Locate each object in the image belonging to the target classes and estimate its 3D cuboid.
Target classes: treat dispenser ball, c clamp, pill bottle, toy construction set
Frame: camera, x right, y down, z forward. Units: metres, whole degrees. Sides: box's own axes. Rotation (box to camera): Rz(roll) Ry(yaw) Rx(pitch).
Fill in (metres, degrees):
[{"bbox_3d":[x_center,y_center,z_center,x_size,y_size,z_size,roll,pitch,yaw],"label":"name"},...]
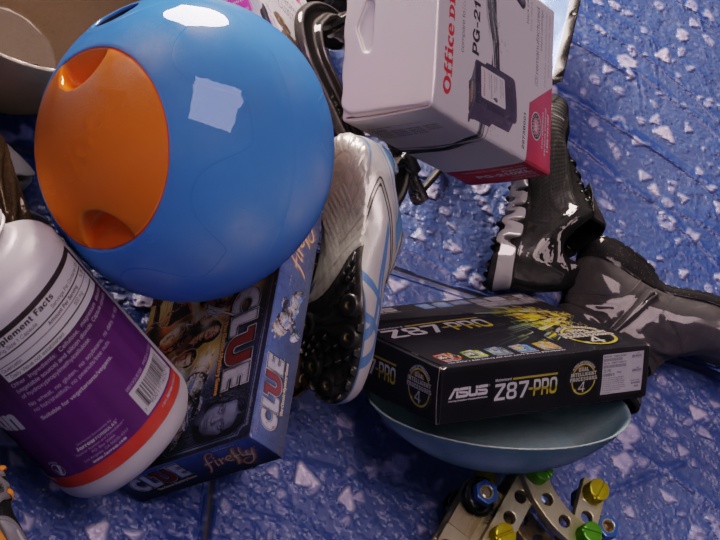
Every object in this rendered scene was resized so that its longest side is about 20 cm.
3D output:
[{"bbox_3d":[-0.116,-0.081,1.178,0.199,0.201,0.203,14,56,-22],"label":"treat dispenser ball"},{"bbox_3d":[0.003,-0.129,1.411,0.201,0.027,0.171,62,25,-19],"label":"c clamp"},{"bbox_3d":[-0.210,0.047,1.161,0.200,0.112,0.113,51,46,-26],"label":"pill bottle"},{"bbox_3d":[0.113,0.218,1.304,0.131,0.092,0.200,38,40,-5],"label":"toy construction set"}]

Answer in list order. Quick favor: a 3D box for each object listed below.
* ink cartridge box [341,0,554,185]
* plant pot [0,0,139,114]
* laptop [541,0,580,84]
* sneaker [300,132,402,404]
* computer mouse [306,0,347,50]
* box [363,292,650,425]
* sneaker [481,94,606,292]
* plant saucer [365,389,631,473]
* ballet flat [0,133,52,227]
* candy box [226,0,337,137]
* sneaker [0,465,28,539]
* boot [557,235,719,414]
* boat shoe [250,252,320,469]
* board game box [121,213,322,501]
[{"bbox_3d":[0.074,-0.165,1.404,0.199,0.084,0.146,21,68,-55],"label":"ink cartridge box"},{"bbox_3d":[-0.252,-0.193,1.308,0.198,0.135,0.202,14,55,-21],"label":"plant pot"},{"bbox_3d":[0.095,-0.273,1.568,0.200,0.103,0.178,43,45,-30],"label":"laptop"},{"bbox_3d":[0.000,0.000,1.290,0.072,0.071,0.202,20,68,-42],"label":"sneaker"},{"bbox_3d":[0.007,-0.199,1.514,0.199,0.059,0.034,37,23,-9],"label":"computer mouse"},{"bbox_3d":[0.093,0.064,1.340,0.198,0.161,0.050,-5,104,-32],"label":"box"},{"bbox_3d":[0.165,-0.060,1.495,0.090,0.067,0.201,12,57,7],"label":"sneaker"},{"bbox_3d":[0.101,0.114,1.329,0.199,0.201,0.039,-5,107,-31],"label":"plant saucer"},{"bbox_3d":[-0.255,-0.042,1.268,0.072,0.068,0.201,-5,63,-54],"label":"ballet flat"},{"bbox_3d":[-0.082,-0.179,1.379,0.168,0.071,0.202,38,30,-66],"label":"candy box"},{"bbox_3d":[-0.265,0.123,1.152,0.201,0.078,0.077,54,40,6],"label":"sneaker"},{"bbox_3d":[0.245,0.071,1.484,0.199,0.070,0.132,27,54,1],"label":"boot"},{"bbox_3d":[-0.062,0.059,1.305,0.070,0.070,0.202,18,54,-14],"label":"boat shoe"},{"bbox_3d":[-0.099,0.052,1.247,0.035,0.135,0.202,38,46,-36],"label":"board game box"}]
